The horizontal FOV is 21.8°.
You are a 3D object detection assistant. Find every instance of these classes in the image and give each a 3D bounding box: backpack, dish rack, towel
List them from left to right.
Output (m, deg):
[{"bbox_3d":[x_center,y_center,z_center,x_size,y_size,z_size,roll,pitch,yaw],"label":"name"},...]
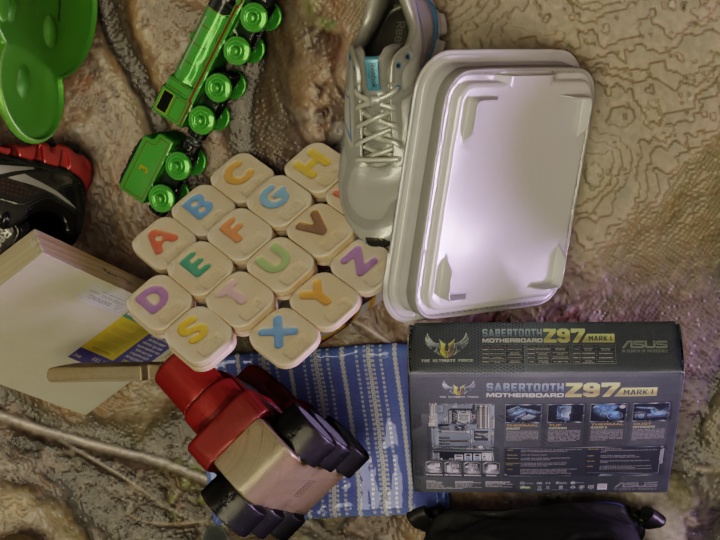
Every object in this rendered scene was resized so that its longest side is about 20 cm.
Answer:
[{"bbox_3d":[-0.033,0.133,1.494,0.199,0.024,0.145,-5,103,12],"label":"towel"},{"bbox_3d":[0.101,-0.057,1.348,0.043,0.171,0.201,25,113,46],"label":"dish rack"},{"bbox_3d":[0.136,0.285,1.441,0.199,0.154,0.191,-1,120,5],"label":"backpack"}]

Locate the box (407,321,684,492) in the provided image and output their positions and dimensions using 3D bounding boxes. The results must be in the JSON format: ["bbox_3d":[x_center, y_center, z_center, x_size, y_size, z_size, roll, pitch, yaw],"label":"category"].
[{"bbox_3d":[0.135,0.103,1.389,0.199,0.051,0.158,-1,141,3],"label":"box"}]

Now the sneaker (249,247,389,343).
[{"bbox_3d":[0.000,0.000,1.416,0.200,0.090,0.075,-41,95,18],"label":"sneaker"}]

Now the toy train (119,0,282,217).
[{"bbox_3d":[-0.124,-0.133,1.431,0.056,0.042,0.200,33,109,12],"label":"toy train"}]

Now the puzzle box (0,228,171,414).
[{"bbox_3d":[-0.229,0.044,1.431,0.133,0.200,0.025,-36,57,16],"label":"puzzle box"}]

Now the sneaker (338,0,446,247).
[{"bbox_3d":[0.013,-0.118,1.342,0.075,0.087,0.201,-1,76,16],"label":"sneaker"}]

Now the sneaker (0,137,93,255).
[{"bbox_3d":[-0.294,-0.057,1.408,0.200,0.098,0.071,8,144,-28],"label":"sneaker"}]

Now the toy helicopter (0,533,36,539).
[{"bbox_3d":[-0.359,0.257,1.563,0.199,0.079,0.133,-4,105,8],"label":"toy helicopter"}]

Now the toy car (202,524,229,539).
[{"bbox_3d":[-0.081,0.296,1.471,0.164,0.158,0.201,11,111,17],"label":"toy car"}]

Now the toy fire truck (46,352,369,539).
[{"bbox_3d":[-0.116,0.109,1.410,0.129,0.176,0.200,-44,74,3],"label":"toy fire truck"}]

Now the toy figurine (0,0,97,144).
[{"bbox_3d":[-0.315,-0.181,1.401,0.183,0.150,0.201,-6,74,25],"label":"toy figurine"}]

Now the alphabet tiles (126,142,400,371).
[{"bbox_3d":[-0.072,-0.013,1.379,0.200,0.195,0.015,-41,140,-15],"label":"alphabet tiles"}]
